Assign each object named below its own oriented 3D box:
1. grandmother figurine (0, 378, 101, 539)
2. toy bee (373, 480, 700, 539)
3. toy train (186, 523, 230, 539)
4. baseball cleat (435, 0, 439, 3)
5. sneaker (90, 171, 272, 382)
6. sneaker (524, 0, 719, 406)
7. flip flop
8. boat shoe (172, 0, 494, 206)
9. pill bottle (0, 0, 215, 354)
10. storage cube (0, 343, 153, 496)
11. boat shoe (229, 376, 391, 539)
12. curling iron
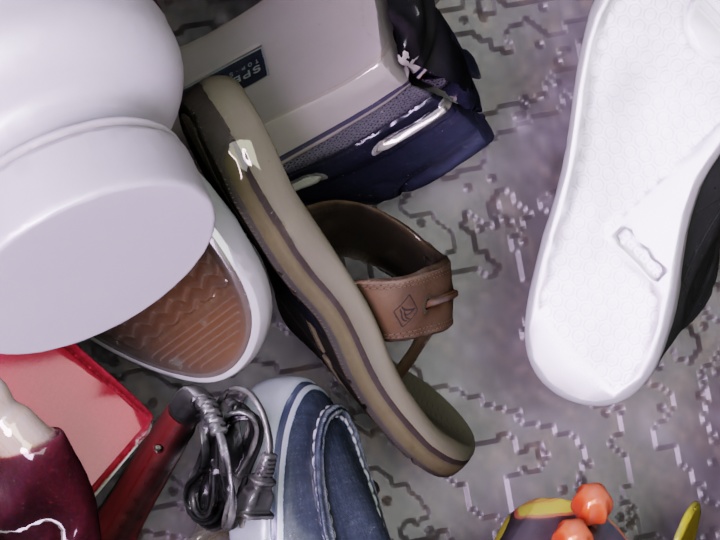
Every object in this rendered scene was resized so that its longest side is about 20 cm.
[{"bbox_3d":[-0.124,0.088,0.896,0.199,0.061,0.122,21,112,-10],"label":"grandmother figurine"},{"bbox_3d":[0.076,0.128,1.042,0.199,0.109,0.132,17,55,-14],"label":"toy bee"},{"bbox_3d":[-0.058,0.167,1.017,0.084,0.116,0.201,2,98,-6],"label":"toy train"},{"bbox_3d":[0.037,-0.142,1.098,0.199,0.070,0.107,-8,97,0],"label":"baseball cleat"},{"bbox_3d":[-0.094,-0.045,1.006,0.200,0.085,0.073,42,119,14],"label":"sneaker"},{"bbox_3d":[0.111,-0.054,1.068,0.070,0.099,0.201,19,100,8],"label":"sneaker"},{"bbox_3d":[0.000,0.000,1.024,0.057,0.081,0.200,-37,131,-6],"label":"flip flop"},{"bbox_3d":[-0.046,-0.040,1.073,0.199,0.093,0.075,-21,59,22],"label":"boat shoe"},{"bbox_3d":[-0.124,-0.079,0.908,0.112,0.113,0.201,-25,65,-7],"label":"pill bottle"},{"bbox_3d":[-0.195,0.061,1.000,0.180,0.171,0.200,40,82,-3],"label":"storage cube"},{"bbox_3d":[0.017,0.131,0.999,0.090,0.071,0.202,-10,89,25],"label":"boat shoe"},{"bbox_3d":[-0.087,0.106,1.014,0.025,0.200,0.050,-6,58,-43],"label":"curling iron"}]
